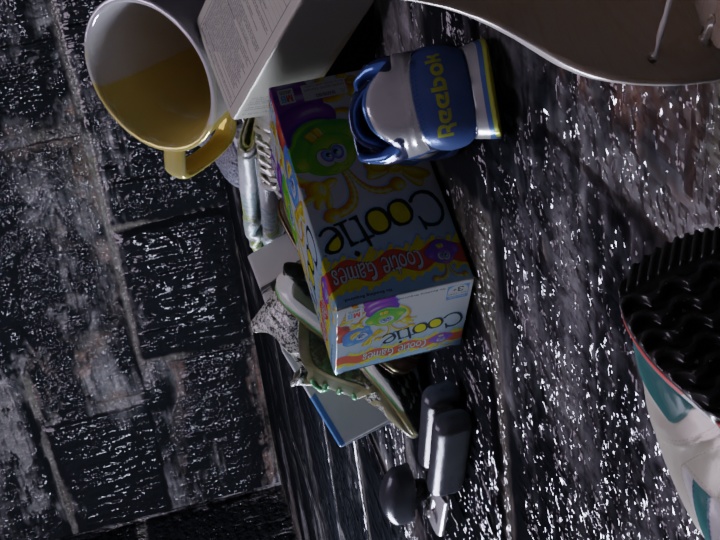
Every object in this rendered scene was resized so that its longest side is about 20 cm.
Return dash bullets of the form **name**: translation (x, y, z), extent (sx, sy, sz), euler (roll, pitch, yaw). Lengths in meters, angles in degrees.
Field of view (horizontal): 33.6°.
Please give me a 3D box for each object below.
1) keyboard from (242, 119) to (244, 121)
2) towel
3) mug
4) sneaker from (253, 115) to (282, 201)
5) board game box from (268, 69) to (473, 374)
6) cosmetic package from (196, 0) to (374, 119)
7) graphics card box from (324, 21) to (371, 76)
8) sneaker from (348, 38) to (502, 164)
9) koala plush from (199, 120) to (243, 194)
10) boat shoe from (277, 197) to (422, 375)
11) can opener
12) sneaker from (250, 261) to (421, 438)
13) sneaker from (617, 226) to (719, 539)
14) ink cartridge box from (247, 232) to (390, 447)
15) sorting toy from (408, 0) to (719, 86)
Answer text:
- **keyboard**: translation (-0.086, -0.111, 1.404), extent (0.011, 0.056, 0.200), euler (-21, 97, 46)
- **towel**: translation (-0.090, -0.135, 1.291), extent (0.200, 0.048, 0.172), euler (92, -166, -60)
- **mug**: translation (-0.160, -0.202, 1.124), extent (0.149, 0.153, 0.187), euler (44, 136, 0)
- **sneaker**: translation (-0.063, -0.110, 1.117), extent (0.076, 0.080, 0.200), euler (43, 169, 44)
- **board game box**: translation (0.003, -0.041, 0.905), extent (0.103, 0.105, 0.200), euler (94, 161, -59)
- **cosmetic package**: translation (-0.058, -0.214, 0.936), extent (0.200, 0.073, 0.104), euler (-44, 64, 57)
- **graphics card box**: translation (-0.038, -0.219, 1.088), extent (0.200, 0.051, 0.126), euler (-179, 76, -80)
- **sneaker**: translation (0.027, -0.103, 0.745), extent (0.200, 0.082, 0.074), euler (180, 76, -83)
- **koala plush**: translation (-0.160, -0.182, 1.575), extent (0.200, 0.183, 0.178), euler (60, 165, 23)
- **boat shoe**: translation (0.000, 0.000, 1.073), extent (0.200, 0.067, 0.072), euler (59, -160, 14)
- **can opener**: translation (0.052, 0.168, 1.007), extent (0.200, 0.067, 0.053), euler (89, 164, -53)
- **sneaker**: translation (-0.022, 0.087, 1.107), extent (0.200, 0.089, 0.077), euler (47, -158, 2)
- **sneaker**: translation (0.146, 0.082, 0.370), extent (0.093, 0.070, 0.200), euler (60, -175, -51)
- **ink cartridge box**: translation (-0.037, 0.063, 1.251), extent (0.145, 0.084, 0.200), euler (61, -179, -32)
- **sorting toy**: translation (0.035, -0.145, 0.326), extent (0.200, 0.179, 0.107), euler (90, 164, -53)
